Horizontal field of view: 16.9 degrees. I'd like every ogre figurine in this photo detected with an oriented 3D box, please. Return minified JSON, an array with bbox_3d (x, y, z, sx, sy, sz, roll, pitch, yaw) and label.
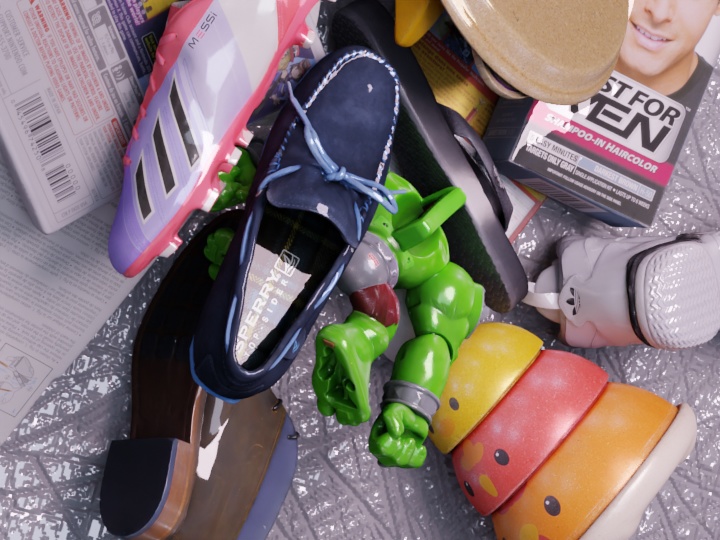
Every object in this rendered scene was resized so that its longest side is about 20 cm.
[{"bbox_3d":[0.000,0.000,1.341,0.200,0.098,0.120,46,55,8],"label":"ogre figurine"}]

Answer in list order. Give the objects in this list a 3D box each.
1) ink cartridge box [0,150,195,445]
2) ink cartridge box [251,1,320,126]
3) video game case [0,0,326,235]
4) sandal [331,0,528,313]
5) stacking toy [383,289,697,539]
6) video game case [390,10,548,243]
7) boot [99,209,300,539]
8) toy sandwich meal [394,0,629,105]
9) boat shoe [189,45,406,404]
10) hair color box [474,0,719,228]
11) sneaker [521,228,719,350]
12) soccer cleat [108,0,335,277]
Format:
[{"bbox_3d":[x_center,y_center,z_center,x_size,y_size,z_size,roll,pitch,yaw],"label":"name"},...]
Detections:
[{"bbox_3d":[-0.211,-0.007,1.318,0.161,0.050,0.200,31,108,-32],"label":"ink cartridge box"},{"bbox_3d":[-0.127,-0.144,1.327,0.199,0.067,0.118,2,122,-18],"label":"ink cartridge box"},{"bbox_3d":[-0.124,-0.145,1.249,0.182,0.023,0.201,-29,117,-16],"label":"video game case"},{"bbox_3d":[0.051,-0.068,1.386,0.043,0.076,0.201,-30,101,-18],"label":"sandal"},{"bbox_3d":[0.082,0.082,1.415,0.200,0.146,0.146,40,80,4],"label":"stacking toy"},{"bbox_3d":[0.066,-0.098,1.438,0.143,0.017,0.200,41,81,-15],"label":"video game case"},{"bbox_3d":[-0.079,0.072,1.388,0.097,0.074,0.201,33,69,-43],"label":"boot"},{"bbox_3d":[0.070,-0.178,1.323,0.205,0.070,0.206,26,54,-41],"label":"toy sandwich meal"},{"bbox_3d":[-0.021,-0.023,1.255,0.084,0.069,0.201,20,79,-14],"label":"boat shoe"},{"bbox_3d":[0.155,-0.136,1.425,0.099,0.061,0.201,24,84,-17],"label":"hair color box"},{"bbox_3d":[0.185,0.005,1.454,0.199,0.114,0.076,-10,99,-52],"label":"sneaker"},{"bbox_3d":[-0.084,-0.092,1.246,0.076,0.067,0.201,32,95,-3],"label":"soccer cleat"}]
